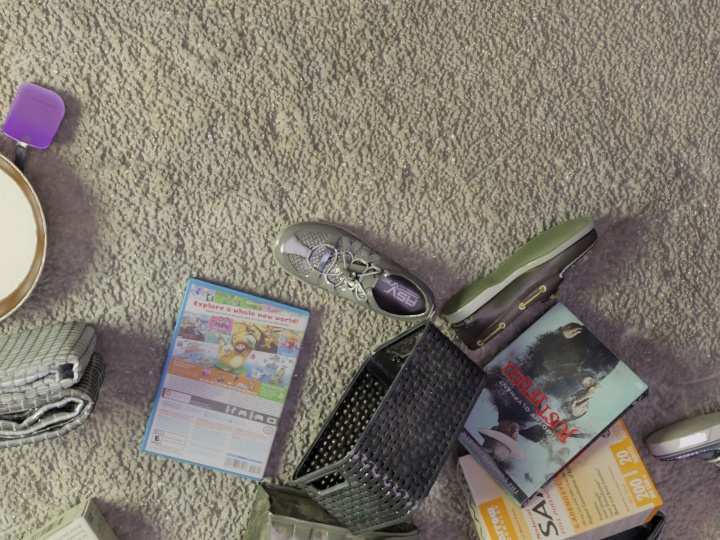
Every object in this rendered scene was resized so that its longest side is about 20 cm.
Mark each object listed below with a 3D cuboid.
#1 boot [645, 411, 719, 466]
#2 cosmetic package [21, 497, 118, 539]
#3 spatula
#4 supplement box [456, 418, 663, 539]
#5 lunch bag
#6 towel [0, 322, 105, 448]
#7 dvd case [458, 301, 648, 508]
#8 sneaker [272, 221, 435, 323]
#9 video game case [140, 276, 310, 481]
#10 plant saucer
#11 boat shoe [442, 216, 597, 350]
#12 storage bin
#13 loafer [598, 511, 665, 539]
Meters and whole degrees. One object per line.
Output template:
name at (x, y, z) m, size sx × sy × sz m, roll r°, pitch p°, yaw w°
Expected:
boot at (0.444, 0.217, 1.173) m, size 0.198 × 0.073 × 0.091 m, roll -15°, pitch 92°, yaw -8°
cosmetic package at (-0.289, 0.366, 1.073) m, size 0.105 × 0.071 × 0.201 m, roll -32°, pitch 99°, yaw -5°
spatula at (-0.368, -0.098, 1.042) m, size 0.056 × 0.021 × 0.202 m, roll 20°, pitch 96°, yaw -1°
supplement box at (0.222, 0.249, 1.114) m, size 0.198 × 0.074 × 0.127 m, roll -18°, pitch 61°, yaw -7°
lunch bag at (-0.036, 0.347, 1.091) m, size 0.198 × 0.118 × 0.166 m, roll 15°, pitch 95°, yaw -16°
towel at (-0.364, 0.127, 0.994) m, size 0.198 × 0.166 × 0.086 m, roll -15°, pitch 103°, yaw -7°
dvd case at (0.204, 0.148, 1.107) m, size 0.200 × 0.022 × 0.146 m, roll -39°, pitch 65°, yaw -9°
sneaker at (0.000, 0.000, 1.079) m, size 0.198 × 0.082 × 0.075 m, roll 21°, pitch 92°, yaw -10°
video game case at (-0.151, 0.123, 1.100) m, size 0.142 × 0.018 × 0.202 m, roll 16°, pitch 93°, yaw -9°
plant saucer at (-0.421, -0.038, 1.022) m, size 0.198 × 0.034 × 0.203 m, roll 0°, pitch 97°, yaw 0°
boat shoe at (0.190, 0.014, 1.120) m, size 0.200 × 0.072 × 0.061 m, roll -34°, pitch 103°, yaw 3°
storage bin at (0.033, 0.165, 1.036) m, size 0.094 × 0.135 × 0.201 m, roll 42°, pitch 53°, yaw -10°
loafer at (0.271, 0.332, 1.134) m, size 0.200 × 0.070 × 0.069 m, roll -30°, pitch 92°, yaw -23°
